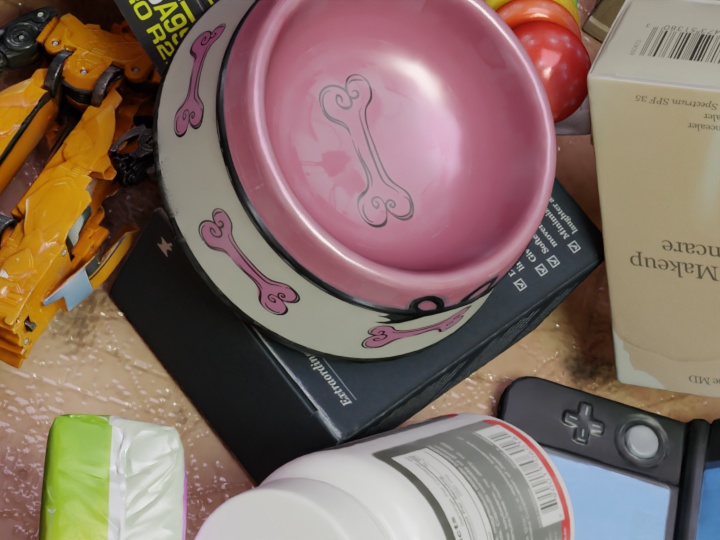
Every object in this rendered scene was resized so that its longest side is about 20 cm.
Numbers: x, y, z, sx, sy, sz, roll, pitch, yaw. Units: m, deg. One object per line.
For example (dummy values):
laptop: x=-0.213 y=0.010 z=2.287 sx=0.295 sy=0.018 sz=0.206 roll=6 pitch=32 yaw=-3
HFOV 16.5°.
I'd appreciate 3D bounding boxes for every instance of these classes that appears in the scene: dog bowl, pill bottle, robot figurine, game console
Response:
dog bowl: x=0.006 y=-0.061 z=1.187 sx=0.200 sy=0.074 sz=0.200 roll=10 pitch=70 yaw=-27
pill bottle: x=0.011 y=0.135 z=1.166 sx=0.114 sy=0.114 sz=0.200 roll=58 pitch=28 yaw=12
robot figurine: x=-0.163 y=-0.051 z=1.263 sx=0.145 sy=0.058 sz=0.200 roll=21 pitch=57 yaw=19
game console: x=0.157 y=0.146 z=1.264 sx=0.176 sy=0.116 sz=0.200 roll=18 pitch=60 yaw=-12

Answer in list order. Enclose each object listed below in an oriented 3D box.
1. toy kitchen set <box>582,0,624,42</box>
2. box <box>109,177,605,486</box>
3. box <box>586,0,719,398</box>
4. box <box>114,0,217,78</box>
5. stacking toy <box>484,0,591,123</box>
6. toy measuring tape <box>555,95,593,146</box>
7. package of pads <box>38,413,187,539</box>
toy kitchen set: x=0.220 y=-0.090 z=1.374 sx=0.200 sy=0.163 sz=0.180 roll=32 pitch=59 yaw=-3
box: x=0.000 y=0.000 z=1.283 sx=0.200 sy=0.107 sz=0.148 roll=-33 pitch=80 yaw=-30
box: x=0.176 y=-0.034 z=1.263 sx=0.095 sy=0.200 sz=0.078 roll=7 pitch=41 yaw=22
box: x=-0.066 y=-0.167 z=1.296 sx=0.160 sy=0.044 sz=0.200 roll=60 pitch=28 yaw=-11
stacking toy: x=0.089 y=-0.137 z=1.341 sx=0.085 sy=0.085 sz=0.200 roll=13 pitch=27 yaw=-14
toy measuring tape: x=0.152 y=-0.084 z=1.354 sx=0.074 sy=0.200 sz=0.074 roll=3 pitch=86 yaw=-48
package of pads: x=-0.115 y=0.184 z=1.124 sx=0.068 sy=0.155 sz=0.200 roll=3 pitch=64 yaw=-7
